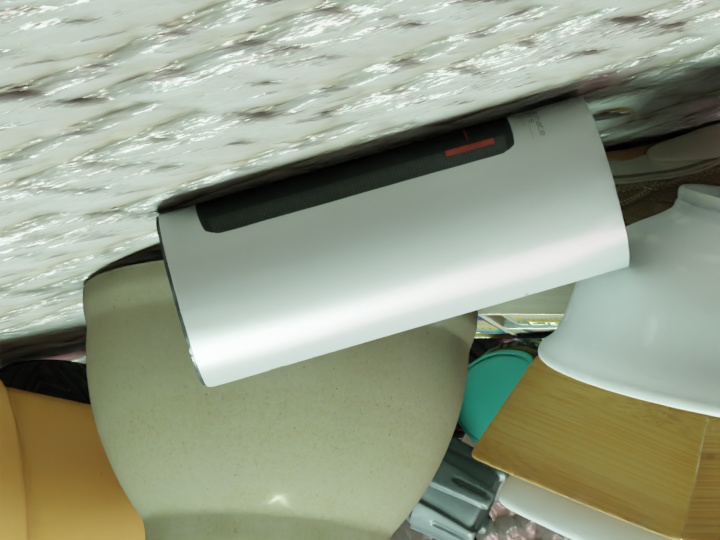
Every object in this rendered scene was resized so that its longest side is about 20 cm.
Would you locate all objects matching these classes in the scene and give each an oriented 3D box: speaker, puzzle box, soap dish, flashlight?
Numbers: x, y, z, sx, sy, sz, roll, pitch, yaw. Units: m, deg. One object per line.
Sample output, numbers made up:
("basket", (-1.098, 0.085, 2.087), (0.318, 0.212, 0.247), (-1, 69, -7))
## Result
("speaker", (0.016, -0.013, 1.178), (0.199, 0.082, 0.081), (-16, 174, 0))
("puzzle box", (0.127, 0.019, 1.408), (0.199, 0.026, 0.133), (0, 173, 13))
("soap dish", (0.179, 0.093, 1.280), (0.199, 0.082, 0.157), (5, -172, -35))
("flashlight", (-0.018, 0.095, 1.501), (0.199, 0.068, 0.068), (27, 176, 12))

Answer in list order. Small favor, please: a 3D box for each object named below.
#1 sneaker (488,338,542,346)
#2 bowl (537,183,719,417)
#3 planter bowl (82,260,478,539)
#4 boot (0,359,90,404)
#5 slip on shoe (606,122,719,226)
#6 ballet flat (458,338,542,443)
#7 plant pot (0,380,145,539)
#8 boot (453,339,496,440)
("sneaker", (0.101, 0.012, 1.590), (0.082, 0.074, 0.200), (-1, -175, 27))
("bowl", (0.186, 0.013, 1.232), (0.200, 0.091, 0.201), (10, -173, -1))
("planter bowl", (-0.044, 0.081, 1.336), (0.199, 0.135, 0.200), (4, 166, 1))
("boot", (-0.164, 0.085, 1.678), (0.164, 0.066, 0.200), (12, -178, -14))
("slip on shoe", (0.125, -0.024, 1.399), (0.199, 0.061, 0.076), (-14, 166, -20))
("ballet flat", (0.121, 0.068, 1.433), (0.074, 0.075, 0.200), (-13, -178, -25))
("plant pot", (-0.175, 0.153, 1.497), (0.139, 0.201, 0.200), (-2, 169, -18))
("boot", (-0.011, 0.053, 1.598), (0.199, 0.070, 0.132), (15, -155, 12))
